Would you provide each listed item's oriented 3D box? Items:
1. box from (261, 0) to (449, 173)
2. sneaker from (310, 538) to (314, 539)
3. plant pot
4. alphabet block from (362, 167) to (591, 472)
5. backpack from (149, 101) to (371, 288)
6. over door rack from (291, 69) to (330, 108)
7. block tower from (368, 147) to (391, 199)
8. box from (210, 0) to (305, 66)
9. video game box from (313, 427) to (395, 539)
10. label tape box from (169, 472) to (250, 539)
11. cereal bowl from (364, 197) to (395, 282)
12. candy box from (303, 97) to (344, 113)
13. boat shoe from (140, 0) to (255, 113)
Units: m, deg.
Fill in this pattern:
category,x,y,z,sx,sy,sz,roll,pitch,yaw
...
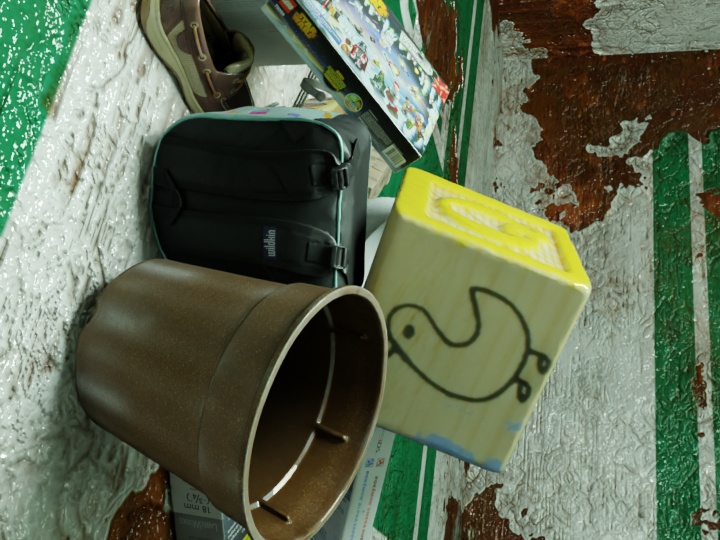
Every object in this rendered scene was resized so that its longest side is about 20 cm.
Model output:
category,x,y,z,sx,sy,sz,roll,pitch,yaw
box,0.004,-0.214,0.763,0.200,0.039,0.138,48,39,-21
sneaker,-0.097,0.426,0.986,0.086,0.075,0.204,81,25,-62
plant pot,-0.108,0.086,0.623,0.200,0.195,0.205,-40,138,-48
alphabet block,0.092,0.040,0.774,0.197,0.191,0.204,-74,-177,-70
backpack,-0.089,-0.064,0.723,0.153,0.195,0.180,-47,140,-69
over door rack,-0.003,-0.204,0.911,0.149,0.066,0.199,-58,162,24
block tower,-0.016,-0.094,1.032,0.201,0.057,0.055,-56,169,-42
box,-0.099,-0.325,0.821,0.200,0.104,0.157,23,70,-72
video game box,-0.037,0.204,0.908,0.046,0.199,0.187,3,106,-30
label tape box,-0.137,0.225,0.817,0.144,0.062,0.205,-40,129,-68
cereal bowl,0.000,0.000,0.933,0.199,0.083,0.203,-38,145,-32
candy box,-0.069,-0.156,1.027,0.200,0.054,0.118,-49,139,-63
boat shoe,-0.137,-0.202,0.762,0.201,0.070,0.074,60,35,-60
